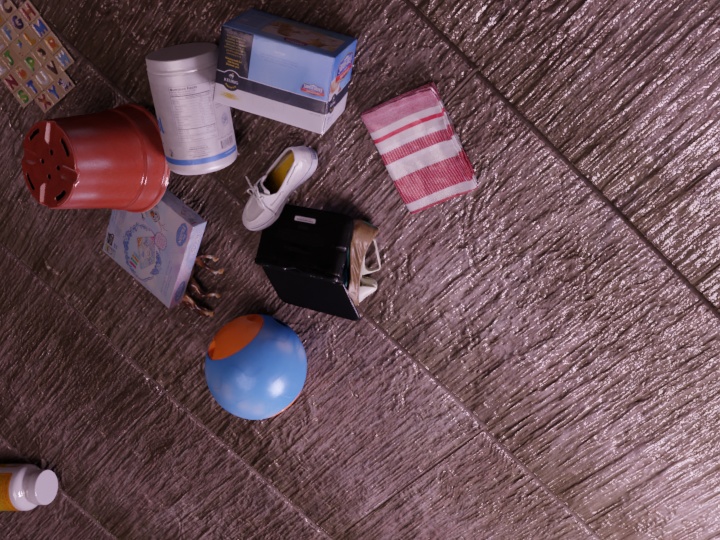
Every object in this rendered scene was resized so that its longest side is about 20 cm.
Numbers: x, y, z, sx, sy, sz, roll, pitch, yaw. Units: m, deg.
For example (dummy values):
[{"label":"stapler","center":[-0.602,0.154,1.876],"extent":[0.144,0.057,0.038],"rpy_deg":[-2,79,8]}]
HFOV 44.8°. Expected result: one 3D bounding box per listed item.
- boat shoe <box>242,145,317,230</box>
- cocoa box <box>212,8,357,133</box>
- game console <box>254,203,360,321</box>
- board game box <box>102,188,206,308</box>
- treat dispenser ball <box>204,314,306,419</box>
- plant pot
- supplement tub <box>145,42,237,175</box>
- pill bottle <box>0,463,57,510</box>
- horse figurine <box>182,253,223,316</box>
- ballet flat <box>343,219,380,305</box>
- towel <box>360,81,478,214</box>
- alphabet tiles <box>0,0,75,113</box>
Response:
[{"label":"boat shoe","center":[-0.165,-0.147,1.563],"extent":[0.202,0.086,0.075],"rpy_deg":[-42,65,30]},{"label":"cocoa box","center":[-0.123,-0.331,1.436],"extent":[0.197,0.134,0.133],"rpy_deg":[18,121,8]},{"label":"game console","center":[-0.085,-0.018,1.614],"extent":[0.198,0.116,0.179],"rpy_deg":[11,86,34]},{"label":"board game box","center":[-0.401,-0.065,1.690],"extent":[0.198,0.043,0.202],"rpy_deg":[38,125,19]},{"label":"treat dispenser ball","center":[-0.202,0.187,1.698],"extent":[0.198,0.201,0.204],"rpy_deg":[8,119,14]},{"label":"plant pot","center":[-0.477,-0.194,1.553],"extent":[0.198,0.194,0.204],"rpy_deg":[7,102,32]},{"label":"supplement tub","center":[-0.292,-0.281,1.521],"extent":[0.130,0.132,0.203],"rpy_deg":[1,117,17]},{"label":"pill bottle","center":[-0.849,0.533,2.149],"extent":[0.197,0.111,0.113],"rpy_deg":[-5,116,21]},{"label":"horse figurine","center":[-0.335,0.010,1.734],"extent":[0.131,0.050,0.202],"rpy_deg":[22,127,17]},{"label":"ballet flat","center":[0.000,0.000,1.621],"extent":[0.071,0.068,0.203],"rpy_deg":[7,116,-4]},{"label":"towel","center":[0.102,-0.205,1.495],"extent":[0.142,0.023,0.202],"rpy_deg":[-19,110,27]},{"label":"alphabet tiles","center":[-0.627,-0.404,1.639],"extent":[0.165,0.006,0.201],"rpy_deg":[-28,105,29]}]
